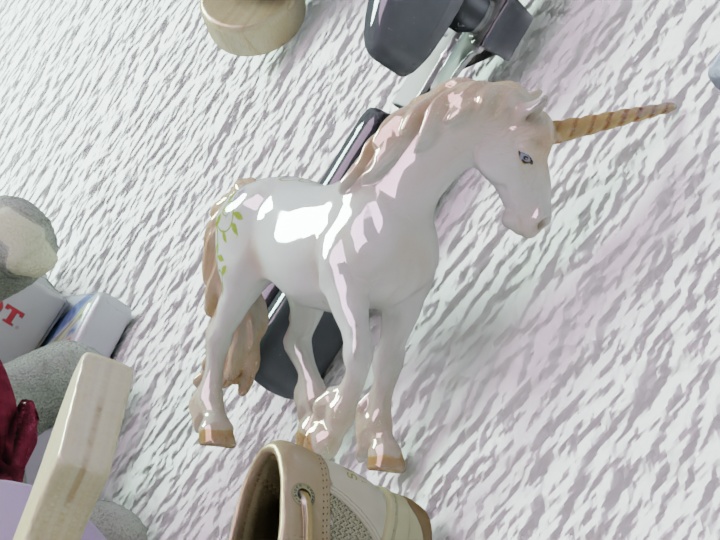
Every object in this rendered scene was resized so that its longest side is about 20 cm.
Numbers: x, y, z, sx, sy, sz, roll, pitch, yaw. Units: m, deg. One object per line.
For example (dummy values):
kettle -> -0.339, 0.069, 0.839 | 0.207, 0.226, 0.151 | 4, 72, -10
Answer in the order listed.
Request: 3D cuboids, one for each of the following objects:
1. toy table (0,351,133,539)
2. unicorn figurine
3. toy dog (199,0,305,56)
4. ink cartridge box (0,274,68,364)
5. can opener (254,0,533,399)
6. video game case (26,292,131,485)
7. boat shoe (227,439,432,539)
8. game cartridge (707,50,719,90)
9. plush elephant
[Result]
toy table -> -0.119, 0.134, 0.979 | 0.117, 0.183, 0.201 | 121, 153, -46
unicorn figurine -> 0.000, 0.000, 0.999 | 0.200, 0.074, 0.138 | 6, 87, 42
toy dog -> -0.040, -0.203, 1.364 | 0.132, 0.096, 0.201 | 68, -167, -70
ink cartridge box -> -0.264, 0.045, 1.378 | 0.200, 0.147, 0.146 | -56, 20, 1
can opener -> 0.000, -0.050, 1.100 | 0.200, 0.067, 0.053 | -58, 21, -2
video game case -> -0.195, 0.103, 1.376 | 0.200, 0.022, 0.182 | -63, 21, -15
boat shoe -> -0.037, 0.148, 0.894 | 0.072, 0.065, 0.201 | -26, 39, 54
game cartridge -> 0.180, -0.092, 0.806 | 0.134, 0.040, 0.200 | -54, 21, -2
plush elephant -> -0.163, 0.096, 1.160 | 0.200, 0.155, 0.165 | -29, -31, -17
